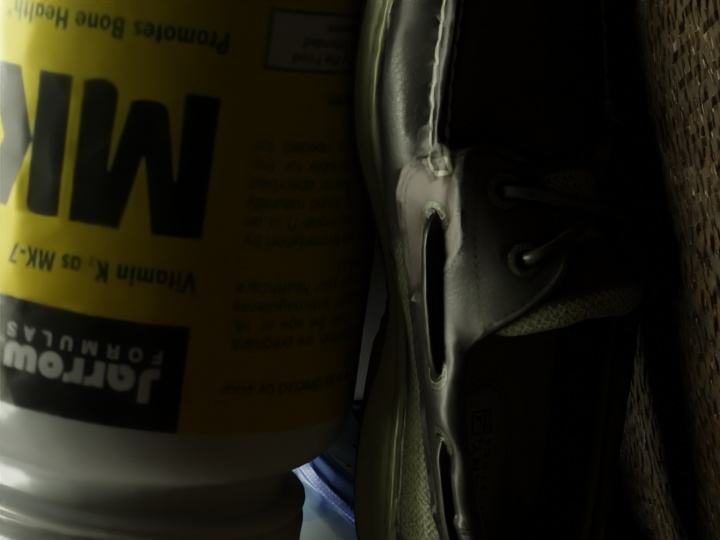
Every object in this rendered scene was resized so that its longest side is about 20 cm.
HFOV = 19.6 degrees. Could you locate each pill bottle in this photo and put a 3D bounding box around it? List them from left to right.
[{"bbox_3d":[-0.052,-0.013,0.531,0.114,0.114,0.200,-104,21,-78],"label":"pill bottle"}]

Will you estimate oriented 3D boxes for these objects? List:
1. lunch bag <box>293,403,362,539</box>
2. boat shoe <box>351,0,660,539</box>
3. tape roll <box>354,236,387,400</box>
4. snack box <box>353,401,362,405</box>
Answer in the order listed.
[{"bbox_3d":[0.013,0.103,0.684,0.160,0.076,0.200,42,-179,-6],"label":"lunch bag"},{"bbox_3d":[0.041,-0.002,0.497,0.066,0.072,0.201,30,123,50],"label":"boat shoe"},{"bbox_3d":[-0.011,-0.058,0.669,0.202,0.071,0.203,-179,90,-70],"label":"tape roll"},{"bbox_3d":[-0.058,0.021,0.833,0.200,0.072,0.024,53,131,7],"label":"snack box"}]
